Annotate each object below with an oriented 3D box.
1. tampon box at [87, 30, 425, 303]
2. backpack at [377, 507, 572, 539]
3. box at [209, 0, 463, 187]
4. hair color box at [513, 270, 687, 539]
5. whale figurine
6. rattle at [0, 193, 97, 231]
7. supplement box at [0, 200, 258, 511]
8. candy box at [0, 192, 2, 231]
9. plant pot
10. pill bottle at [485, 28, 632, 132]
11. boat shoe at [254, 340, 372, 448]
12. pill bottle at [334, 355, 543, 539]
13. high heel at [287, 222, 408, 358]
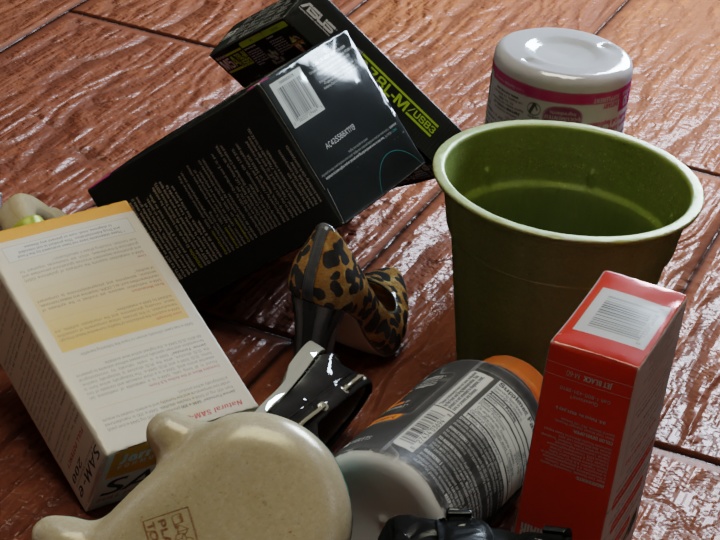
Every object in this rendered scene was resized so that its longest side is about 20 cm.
[{"bbox_3d":[-0.083,-0.077,1.642,0.200,0.126,0.150,-26,8,35],"label":"tampon box"},{"bbox_3d":[0.068,0.234,1.200,0.163,0.154,0.200,11,7,5],"label":"backpack"},{"bbox_3d":[-0.020,-0.149,1.767,0.048,0.193,0.200,-49,13,-17],"label":"box"},{"bbox_3d":[0.152,0.115,1.351,0.064,0.201,0.111,17,30,18],"label":"hair color box"},{"bbox_3d":[-0.103,0.168,1.310,0.199,0.160,0.104,-19,-10,0],"label":"whale figurine"},{"bbox_3d":[-0.260,0.016,1.639,0.130,0.143,0.200,32,7,-10],"label":"rattle"},{"bbox_3d":[-0.179,0.057,1.457,0.126,0.074,0.200,-15,58,-34],"label":"supplement box"},{"bbox_3d":[-0.416,-0.035,1.656,0.167,0.072,0.200,27,35,34],"label":"candy box"},{"bbox_3d":[0.144,0.014,1.550,0.199,0.191,0.200,4,28,-2],"label":"plant pot"},{"bbox_3d":[0.157,-0.089,1.716,0.113,0.201,0.113,4,28,-2],"label":"pill bottle"},{"bbox_3d":[-0.049,0.124,1.437,0.060,0.074,0.200,26,34,7],"label":"boat shoe"},{"bbox_3d":[0.061,0.129,1.411,0.106,0.107,0.200,20,30,24],"label":"pill bottle"},{"bbox_3d":[0.000,0.000,1.597,0.071,0.143,0.200,15,29,16],"label":"high heel"}]
